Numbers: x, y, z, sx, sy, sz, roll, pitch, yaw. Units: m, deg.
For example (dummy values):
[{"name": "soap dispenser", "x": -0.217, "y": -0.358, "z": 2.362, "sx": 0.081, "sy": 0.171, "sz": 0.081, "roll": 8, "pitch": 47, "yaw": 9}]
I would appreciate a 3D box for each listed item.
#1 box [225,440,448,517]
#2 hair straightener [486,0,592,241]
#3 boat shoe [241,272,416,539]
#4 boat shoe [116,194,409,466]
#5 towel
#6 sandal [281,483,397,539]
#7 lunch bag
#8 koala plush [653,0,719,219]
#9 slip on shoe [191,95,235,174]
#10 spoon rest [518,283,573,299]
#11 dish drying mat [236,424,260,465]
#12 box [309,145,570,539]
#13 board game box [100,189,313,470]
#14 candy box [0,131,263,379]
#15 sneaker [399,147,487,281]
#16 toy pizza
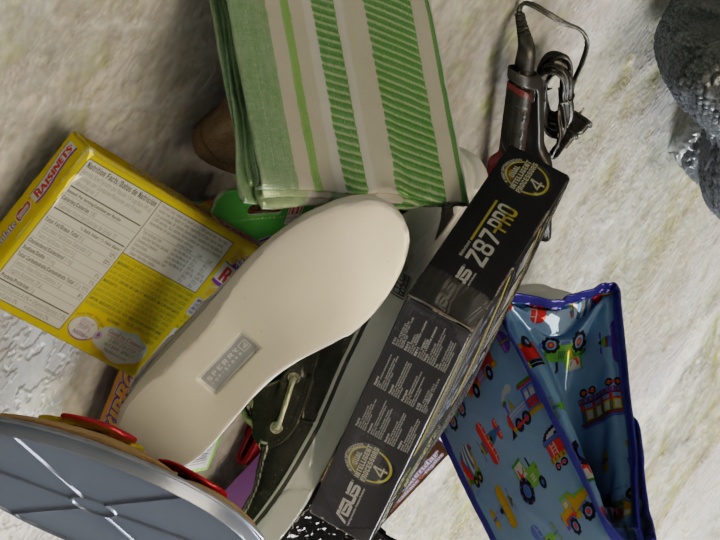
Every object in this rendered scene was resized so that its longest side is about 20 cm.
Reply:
[{"name": "box", "x": -0.041, "y": 0.162, "z": 1.771, "sx": 0.200, "sy": 0.039, "sz": 0.137, "roll": -47, "pitch": 151, "yaw": 1}, {"name": "hair straightener", "x": 0.116, "y": -0.097, "z": 1.771, "sx": 0.077, "sy": 0.041, "sz": 0.200, "roll": -33, "pitch": 139, "yaw": -32}, {"name": "boat shoe", "x": -0.036, "y": 0.077, "z": 1.621, "sx": 0.071, "sy": 0.064, "sz": 0.200, "roll": -70, "pitch": -174, "yaw": -73}, {"name": "boat shoe", "x": -0.055, "y": 0.028, "z": 1.488, "sx": 0.072, "sy": 0.069, "sz": 0.200, "roll": 38, "pitch": 101, "yaw": -19}, {"name": "towel", "x": -0.013, "y": -0.106, "z": 1.508, "sx": 0.200, "sy": 0.023, "sz": 0.153, "roll": 1, "pitch": 77, "yaw": -54}, {"name": "sandal", "x": -0.007, "y": 0.193, "z": 1.781, "sx": 0.075, "sy": 0.045, "sz": 0.200, "roll": -48, "pitch": 138, "yaw": -10}, {"name": "lunch bag", "x": 0.125, "y": 0.132, "z": 1.723, "sx": 0.094, "sy": 0.200, "sz": 0.151, "roll": -5, "pitch": 154, "yaw": -22}, {"name": "koala plush", "x": 0.283, "y": -0.103, "z": 1.878, "sx": 0.184, "sy": 0.177, "sz": 0.200, "roll": -23, "pitch": 139, "yaw": -24}, {"name": "slip on shoe", "x": -0.021, "y": -0.084, "z": 1.568, "sx": 0.061, "sy": 0.076, "sz": 0.200, "roll": -26, "pitch": 174, "yaw": 32}, {"name": "spoon rest", "x": 0.090, "y": 0.038, "z": 1.824, "sx": 0.099, "sy": 0.061, "sz": 0.200, "roll": -27, "pitch": 156, "yaw": 25}, {"name": "dish drying mat", "x": -0.008, "y": 0.095, "z": 1.799, "sx": 0.200, "sy": 0.018, "sz": 0.077, "roll": 5, "pitch": 117, "yaw": -55}, {"name": "box", "x": 0.048, "y": 0.045, "z": 1.601, "sx": 0.161, "sy": 0.049, "sz": 0.200, "roll": -57, "pitch": 173, "yaw": -46}, {"name": "board game box", "x": -0.094, "y": 0.034, "z": 1.595, "sx": 0.095, "sy": 0.030, "sz": 0.200, "roll": -6, "pitch": 128, "yaw": -53}, {"name": "candy box", "x": -0.119, "y": 0.006, "z": 1.493, "sx": 0.102, "sy": 0.026, "sz": 0.200, "roll": -52, "pitch": 136, "yaw": 6}, {"name": "sneaker", "x": 0.000, "y": 0.000, "z": 1.674, "sx": 0.080, "sy": 0.074, "sz": 0.200, "roll": 33, "pitch": 83, "yaw": -55}, {"name": "toy pizza", "x": -0.141, "y": 0.116, "z": 1.474, "sx": 0.200, "sy": 0.200, "sz": 0.032, "roll": 57, "pitch": 48, "yaw": -58}]
